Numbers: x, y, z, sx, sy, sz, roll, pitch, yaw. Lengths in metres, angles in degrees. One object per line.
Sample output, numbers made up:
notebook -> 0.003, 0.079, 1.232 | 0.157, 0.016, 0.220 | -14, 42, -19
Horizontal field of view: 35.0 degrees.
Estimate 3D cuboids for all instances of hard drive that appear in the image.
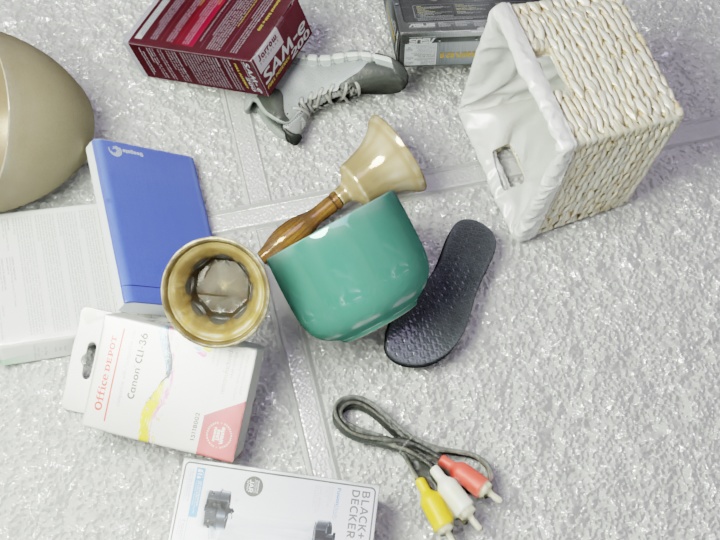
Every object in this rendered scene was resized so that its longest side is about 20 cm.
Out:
hard drive -> -0.220, -0.045, 1.242 | 0.131, 0.025, 0.202 | 8, 55, -42

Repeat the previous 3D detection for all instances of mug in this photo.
mug -> 0.004, -0.002, 1.183 | 0.184, 0.151, 0.115 | -30, 92, -47

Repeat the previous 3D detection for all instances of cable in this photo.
cable -> 0.061, 0.185, 1.166 | 0.097, 0.050, 0.200 | -38, 72, -21

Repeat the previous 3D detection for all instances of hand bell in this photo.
hand bell -> -0.034, -0.075, 1.286 | 0.199, 0.104, 0.104 | -37, 70, -7
hand bell -> -0.131, 0.007, 1.172 | 0.103, 0.200, 0.106 | 1, 98, 4

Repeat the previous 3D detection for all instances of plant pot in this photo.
plant pot -> -0.374, -0.160, 1.257 | 0.134, 0.200, 0.202 | -1, 56, -45

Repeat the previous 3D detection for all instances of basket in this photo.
basket -> 0.227, -0.174, 1.282 | 0.159, 0.201, 0.200 | -13, 64, -16

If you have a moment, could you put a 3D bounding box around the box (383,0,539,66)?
box -> 0.133, -0.315, 1.399 | 0.197, 0.049, 0.159 | -3, 42, -6

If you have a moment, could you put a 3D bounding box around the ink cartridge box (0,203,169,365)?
ink cartridge box -> -0.304, 0.008, 1.244 | 0.198, 0.050, 0.163 | -7, 63, -19

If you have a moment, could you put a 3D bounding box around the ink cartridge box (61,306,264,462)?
ink cartridge box -> -0.207, 0.112, 1.154 | 0.197, 0.067, 0.118 | 12, 90, 3

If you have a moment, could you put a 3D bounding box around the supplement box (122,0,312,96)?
supplement box -> -0.169, -0.274, 1.340 | 0.198, 0.061, 0.109 | 14, 61, 32

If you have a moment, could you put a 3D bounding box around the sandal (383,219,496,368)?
sandal -> 0.092, 0.032, 1.256 | 0.076, 0.043, 0.201 | 34, 60, 4

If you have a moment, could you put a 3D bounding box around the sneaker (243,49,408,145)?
sneaker -> -0.046, -0.197, 1.350 | 0.197, 0.075, 0.117 | 5, 67, 11

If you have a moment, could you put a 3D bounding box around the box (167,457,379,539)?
box -> -0.084, 0.258, 1.115 | 0.197, 0.060, 0.118 | 9, 63, 1
